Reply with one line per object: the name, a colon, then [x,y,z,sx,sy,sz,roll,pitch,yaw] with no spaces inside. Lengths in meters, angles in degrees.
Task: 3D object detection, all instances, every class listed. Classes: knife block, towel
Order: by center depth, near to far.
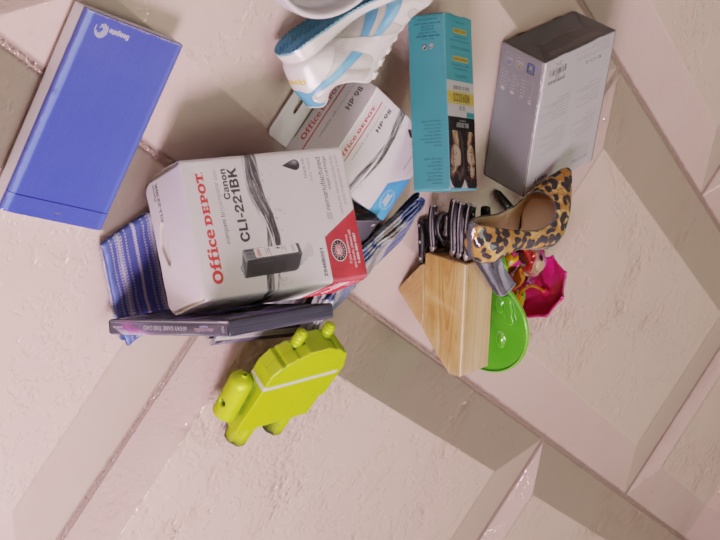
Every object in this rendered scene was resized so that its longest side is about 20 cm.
towel: [-0.189,-0.021,1.531,0.199,0.024,0.146,-35,140,-30]
towel: [0.000,0.000,1.728,0.200,0.024,0.147,-46,173,-28]
knife block: [0.138,0.011,1.853,0.064,0.201,0.176,-15,158,-44]

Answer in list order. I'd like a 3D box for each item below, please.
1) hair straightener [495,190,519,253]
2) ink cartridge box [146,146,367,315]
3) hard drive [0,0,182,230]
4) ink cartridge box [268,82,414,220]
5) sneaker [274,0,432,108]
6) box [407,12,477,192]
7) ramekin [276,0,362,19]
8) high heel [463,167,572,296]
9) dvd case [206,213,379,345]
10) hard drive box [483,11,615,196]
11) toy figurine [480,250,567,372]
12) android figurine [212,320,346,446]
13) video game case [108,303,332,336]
hair straightener: [0.226,-0.062,2.036,0.076,0.041,0.200,-33,151,2]
ink cartridge box: [-0.107,-0.042,1.469,0.198,0.083,0.146,-8,82,-32]
hard drive: [-0.257,-0.142,1.343,0.131,0.025,0.202,12,107,-55]
ink cartridge box: [-0.008,-0.151,1.621,0.117,0.066,0.200,-56,147,0]
sneaker: [0.001,-0.252,1.528,0.199,0.076,0.081,-34,119,-18]
box: [0.096,-0.193,1.649,0.082,0.049,0.203,-6,94,-62]
ramekin: [-0.049,-0.356,1.367,0.199,0.105,0.202,-32,139,-32]
high heel: [0.207,-0.080,1.819,0.201,0.071,0.143,-56,143,-15]
dvd case: [-0.078,0.010,1.651,0.148,0.016,0.201,-4,138,-51]
hard drive box: [0.252,-0.222,1.891,0.155,0.076,0.202,-27,135,-38]
toy figurine: [0.219,0.015,2.006,0.183,0.149,0.203,-32,125,-45]
android figurine: [-0.092,0.135,1.715,0.181,0.041,0.201,-13,146,-42]
video game case: [-0.146,0.050,1.465,0.142,0.198,0.019,-9,96,-45]
